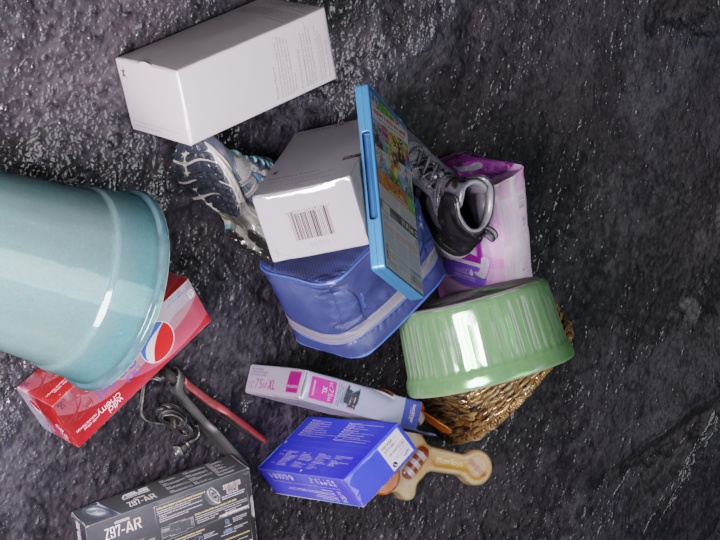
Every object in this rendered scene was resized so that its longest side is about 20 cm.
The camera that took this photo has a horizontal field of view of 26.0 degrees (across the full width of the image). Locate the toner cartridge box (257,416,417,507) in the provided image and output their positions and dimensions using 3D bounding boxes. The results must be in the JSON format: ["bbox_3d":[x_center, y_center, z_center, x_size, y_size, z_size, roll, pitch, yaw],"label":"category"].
[{"bbox_3d":[-0.029,0.215,1.773,0.095,0.200,0.043,-42,109,-25],"label":"toner cartridge box"}]

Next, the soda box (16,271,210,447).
[{"bbox_3d":[-0.252,0.086,1.609,0.200,0.070,0.063,-45,131,-25],"label":"soda box"}]

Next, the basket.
[{"bbox_3d":[0.186,0.129,1.998,0.200,0.143,0.149,-47,130,-23],"label":"basket"}]

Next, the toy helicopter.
[{"bbox_3d":[0.076,0.222,1.940,0.200,0.079,0.132,14,78,-25],"label":"toy helicopter"}]

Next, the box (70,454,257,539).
[{"bbox_3d":[-0.210,0.310,1.716,0.200,0.044,0.160,-18,115,-29],"label":"box"}]

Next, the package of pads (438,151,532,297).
[{"bbox_3d":[0.149,-0.038,1.924,0.076,0.120,0.200,-28,122,-38],"label":"package of pads"}]

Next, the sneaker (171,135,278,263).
[{"bbox_3d":[-0.132,-0.096,1.679,0.086,0.078,0.200,-64,144,-25],"label":"sneaker"}]

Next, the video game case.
[{"bbox_3d":[0.031,-0.080,1.651,0.143,0.018,0.200,37,46,-67],"label":"video game case"}]

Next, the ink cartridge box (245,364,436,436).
[{"bbox_3d":[-0.018,0.149,1.795,0.200,0.119,0.042,21,79,-34],"label":"ink cartridge box"}]

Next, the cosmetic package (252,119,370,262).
[{"bbox_3d":[-0.033,-0.090,1.668,0.200,0.113,0.081,-71,147,-63],"label":"cosmetic package"}]

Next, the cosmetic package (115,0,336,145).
[{"bbox_3d":[-0.136,-0.209,1.602,0.200,0.108,0.085,-30,123,-33],"label":"cosmetic package"}]

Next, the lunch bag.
[{"bbox_3d":[0.000,0.000,1.781,0.200,0.136,0.132,-43,129,-28],"label":"lunch bag"}]

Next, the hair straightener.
[{"bbox_3d":[-0.181,0.172,1.723,0.077,0.041,0.200,-57,139,-14],"label":"hair straightener"}]

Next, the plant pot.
[{"bbox_3d":[-0.314,-0.005,1.446,0.196,0.200,0.200,17,91,-38],"label":"plant pot"}]

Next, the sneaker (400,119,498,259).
[{"bbox_3d":[0.089,-0.107,1.808,0.075,0.114,0.200,-39,99,-26],"label":"sneaker"}]

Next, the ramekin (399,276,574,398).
[{"bbox_3d":[0.139,0.074,1.807,0.200,0.200,0.098,-16,93,-40],"label":"ramekin"}]
